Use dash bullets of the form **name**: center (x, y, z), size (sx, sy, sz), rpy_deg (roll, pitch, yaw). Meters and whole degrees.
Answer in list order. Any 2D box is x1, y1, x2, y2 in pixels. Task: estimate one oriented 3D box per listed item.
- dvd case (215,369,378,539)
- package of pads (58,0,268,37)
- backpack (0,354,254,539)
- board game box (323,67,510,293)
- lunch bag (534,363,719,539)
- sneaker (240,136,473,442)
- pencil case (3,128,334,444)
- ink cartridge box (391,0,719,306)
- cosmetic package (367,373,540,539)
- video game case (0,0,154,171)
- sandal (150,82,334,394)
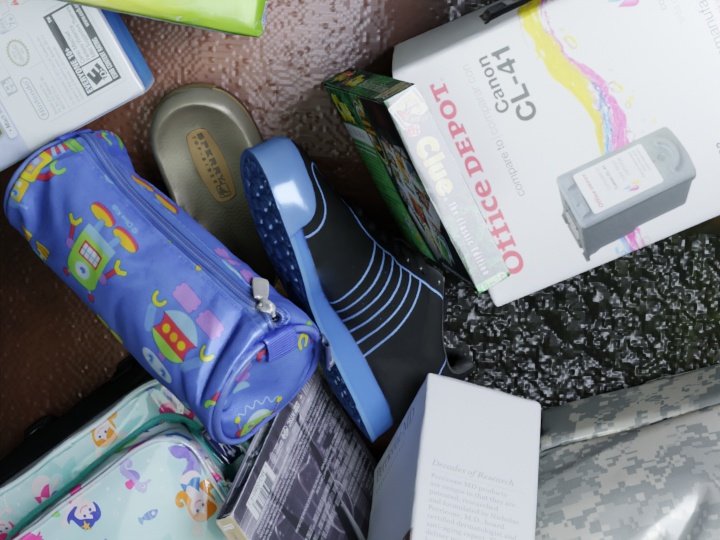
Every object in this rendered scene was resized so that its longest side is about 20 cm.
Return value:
- **dvd case**: center (-0.004, 0.166, 1.094), size (0.016, 0.149, 0.201), rpy_deg (-21, 114, 26)
- **package of pads**: center (-0.135, -0.216, 1.029), size (0.199, 0.068, 0.156), rpy_deg (10, 94, -14)
- **backpack**: center (-0.105, 0.166, 1.122), size (0.177, 0.151, 0.200), rpy_deg (-35, 105, 10)
- **board game box**: center (0.026, -0.052, 1.024), size (0.023, 0.200, 0.105), rpy_deg (-30, 102, -4)
- **lunch bag**: center (0.181, 0.146, 1.082), size (0.199, 0.168, 0.140), rpy_deg (-14, 103, 7)
- **sneaker**: center (0.000, 0.000, 1.072), size (0.078, 0.070, 0.201), rpy_deg (-31, 127, -11)
- **pencil case**: center (-0.107, 0.003, 1.065), size (0.200, 0.078, 0.087), rpy_deg (43, 129, 24)
- **ink cartridge box**: center (0.134, -0.089, 1.067), size (0.199, 0.086, 0.148), rpy_deg (-24, 102, 7)
- **cosmetic package**: center (0.043, 0.166, 1.036), size (0.074, 0.201, 0.102), rpy_deg (15, 137, -10)
- **video game case**: center (-0.241, -0.147, 1.094), size (0.180, 0.045, 0.201), rpy_deg (-27, 101, 8)
- **sandal**: center (-0.059, -0.011, 1.113), size (0.080, 0.054, 0.201), rpy_deg (-25, 106, 10)
